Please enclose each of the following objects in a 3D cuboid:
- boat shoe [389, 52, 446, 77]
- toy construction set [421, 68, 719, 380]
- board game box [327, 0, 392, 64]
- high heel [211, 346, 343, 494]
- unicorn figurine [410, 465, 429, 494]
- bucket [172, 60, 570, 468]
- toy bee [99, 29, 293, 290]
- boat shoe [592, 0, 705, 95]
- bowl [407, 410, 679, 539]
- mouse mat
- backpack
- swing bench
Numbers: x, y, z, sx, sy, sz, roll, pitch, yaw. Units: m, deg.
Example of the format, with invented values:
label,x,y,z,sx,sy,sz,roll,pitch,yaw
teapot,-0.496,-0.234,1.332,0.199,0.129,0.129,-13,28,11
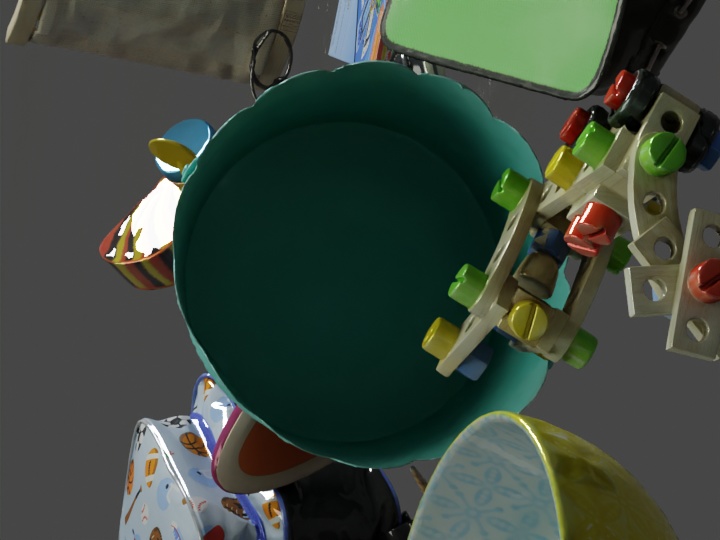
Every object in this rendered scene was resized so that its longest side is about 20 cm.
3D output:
label,x,y,z,sx,sy,sz,roll,pitch,yaw
boat shoe,0.008,-0.042,1.503,0.075,0.062,0.201,-138,60,-70
toy construction set,0.107,-0.013,1.146,0.132,0.092,0.200,-60,21,-17
board game box,0.020,-0.228,1.616,0.103,0.019,0.201,-146,66,-71
high heel,-0.016,0.046,1.411,0.200,0.068,0.096,-40,21,-15
unicorn figurine,0.042,0.213,1.286,0.137,0.073,0.201,-36,62,52
bucket,0.000,0.000,1.291,0.135,0.206,0.209,158,120,-81
toy bee,-0.089,-0.069,1.732,0.108,0.131,0.201,25,96,46
boat shoe,0.148,-0.151,1.170,0.200,0.057,0.067,128,149,-46
bowl,0.094,0.166,1.077,0.200,0.107,0.201,-171,90,-72
mouse mat,0.084,-0.187,1.192,0.161,0.008,0.201,22,97,49
backpack,-0.056,0.172,1.465,0.200,0.153,0.191,-118,26,-55
swing bench,-0.144,-0.253,1.833,0.130,0.198,0.201,120,152,-46
